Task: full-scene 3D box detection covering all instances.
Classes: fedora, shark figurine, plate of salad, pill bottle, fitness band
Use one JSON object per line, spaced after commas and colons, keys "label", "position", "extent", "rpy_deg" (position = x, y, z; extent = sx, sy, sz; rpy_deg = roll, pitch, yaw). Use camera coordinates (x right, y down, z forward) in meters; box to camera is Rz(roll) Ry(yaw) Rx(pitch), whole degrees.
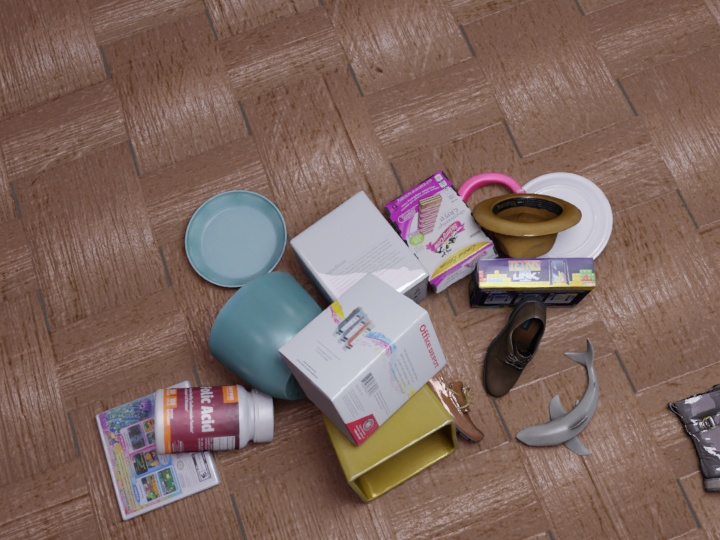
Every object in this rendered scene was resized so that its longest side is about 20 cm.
{"label": "fedora", "position": [0.293, -0.075, 1.291], "extent": [0.200, 0.201, 0.082], "rpy_deg": [-1, 114, 3]}
{"label": "shark figurine", "position": [0.388, 0.239, 1.291], "extent": [0.128, 0.090, 0.215], "rpy_deg": [33, 80, 10]}
{"label": "plate of salad", "position": [0.378, -0.090, 1.400], "extent": [0.200, 0.048, 0.200], "rpy_deg": [-5, 75, 18]}
{"label": "pill bottle", "position": [-0.257, 0.260, 1.287], "extent": [0.200, 0.114, 0.114], "rpy_deg": [-2, 73, -13]}
{"label": "fitness band", "position": [0.251, -0.093, 1.402], "extent": [0.144, 0.037, 0.200], "rpy_deg": [-5, 74, 19]}

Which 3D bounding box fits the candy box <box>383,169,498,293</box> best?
{"label": "candy box", "position": [0.148, -0.075, 1.368], "extent": [0.136, 0.061, 0.200], "rpy_deg": [-33, 57, 4]}

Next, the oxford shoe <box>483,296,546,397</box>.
{"label": "oxford shoe", "position": [0.268, 0.147, 1.289], "extent": [0.073, 0.084, 0.200], "rpy_deg": [18, 113, 0]}

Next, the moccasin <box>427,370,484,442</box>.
{"label": "moccasin", "position": [0.159, 0.219, 1.316], "extent": [0.078, 0.074, 0.201], "rpy_deg": [-35, 72, -3]}

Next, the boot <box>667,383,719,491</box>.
{"label": "boot", "position": [0.659, 0.282, 1.272], "extent": [0.200, 0.069, 0.174], "rpy_deg": [-12, 74, 2]}

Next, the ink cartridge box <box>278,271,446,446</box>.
{"label": "ink cartridge box", "position": [0.007, 0.135, 1.145], "extent": [0.200, 0.145, 0.145], "rpy_deg": [-40, 47, -16]}

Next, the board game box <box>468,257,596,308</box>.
{"label": "board game box", "position": [0.302, 0.024, 1.317], "extent": [0.200, 0.165, 0.057], "rpy_deg": [-1, 73, 2]}

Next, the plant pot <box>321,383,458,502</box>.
{"label": "plant pot", "position": [0.031, 0.248, 1.257], "extent": [0.194, 0.196, 0.200], "rpy_deg": [-29, 63, -6]}

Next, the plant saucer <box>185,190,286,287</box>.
{"label": "plant saucer", "position": [-0.242, -0.059, 1.437], "extent": [0.200, 0.036, 0.200], "rpy_deg": [-1, 74, 2]}

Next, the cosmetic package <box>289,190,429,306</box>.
{"label": "cosmetic package", "position": [0.000, 0.000, 1.338], "extent": [0.166, 0.167, 0.200], "rpy_deg": [-36, 76, -7]}

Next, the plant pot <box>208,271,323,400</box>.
{"label": "plant pot", "position": [-0.134, 0.127, 1.272], "extent": [0.161, 0.201, 0.201], "rpy_deg": [38, 78, 28]}

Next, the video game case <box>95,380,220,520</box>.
{"label": "video game case", "position": [-0.372, 0.326, 1.336], "extent": [0.182, 0.024, 0.200], "rpy_deg": [-21, 74, -3]}
